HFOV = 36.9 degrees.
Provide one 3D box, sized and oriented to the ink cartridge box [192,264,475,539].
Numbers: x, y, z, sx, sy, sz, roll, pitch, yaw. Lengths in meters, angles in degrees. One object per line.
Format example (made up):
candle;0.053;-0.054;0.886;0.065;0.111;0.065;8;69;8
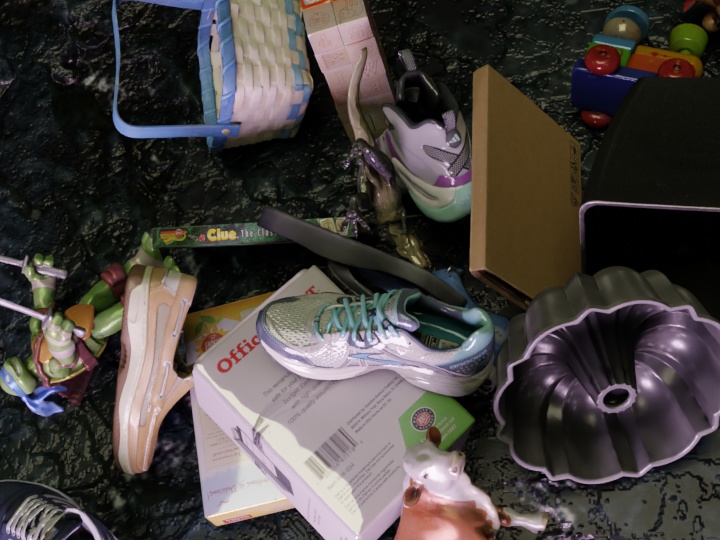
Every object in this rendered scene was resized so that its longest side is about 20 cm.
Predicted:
ink cartridge box;-0.025;0.119;0.920;0.145;0.084;0.200;-40;71;-22

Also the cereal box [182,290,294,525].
cereal box;-0.084;0.120;1.001;0.142;0.040;0.203;-13;63;4

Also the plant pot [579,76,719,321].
plant pot;0.294;-0.053;0.920;0.196;0.201;0.179;4;52;15

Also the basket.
basket;-0.154;-0.207;1.105;0.197;0.139;0.179;4;61;-19

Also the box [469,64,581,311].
box;0.151;-0.061;0.969;0.021;0.163;0.203;-16;58;38

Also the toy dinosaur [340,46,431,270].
toy dinosaur;0.010;-0.083;0.929;0.047;0.203;0.088;-9;18;24

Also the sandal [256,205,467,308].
sandal;0.000;0.000;0.941;0.198;0.076;0.043;22;89;14

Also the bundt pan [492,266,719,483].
bundt pan;0.198;0.078;0.877;0.199;0.204;0.076;-16;38;5

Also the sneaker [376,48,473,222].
sneaker;0.047;-0.138;1.003;0.077;0.142;0.199;-25;26;-21

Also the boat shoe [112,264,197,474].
boat shoe;-0.180;0.096;0.978;0.075;0.203;0.072;6;22;-7

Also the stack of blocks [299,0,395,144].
stack of blocks;-0.011;-0.221;1.055;0.058;0.200;0.117;-16;63;5

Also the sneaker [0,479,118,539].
sneaker;-0.279;0.231;0.956;0.198;0.109;0.071;24;71;22

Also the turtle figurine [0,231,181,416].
turtle figurine;-0.274;0.019;1.022;0.192;0.144;0.202;-30;95;-19

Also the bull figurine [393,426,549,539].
bull figurine;0.072;0.214;0.843;0.120;0.202;0.065;22;34;7

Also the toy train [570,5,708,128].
toy train;0.312;-0.190;1.039;0.197;0.085;0.117;15;56;19

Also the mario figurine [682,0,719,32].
mario figurine;0.387;-0.239;1.038;0.199;0.123;0.107;32;96;13

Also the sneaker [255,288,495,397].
sneaker;0.015;0.041;0.868;0.197;0.087;0.079;6;59;-3

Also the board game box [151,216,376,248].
board game box;-0.090;-0.036;1.042;0.197;0.105;0.024;-3;93;11

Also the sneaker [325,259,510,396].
sneaker;0.054;0.036;1.000;0.198;0.079;0.089;29;60;20
